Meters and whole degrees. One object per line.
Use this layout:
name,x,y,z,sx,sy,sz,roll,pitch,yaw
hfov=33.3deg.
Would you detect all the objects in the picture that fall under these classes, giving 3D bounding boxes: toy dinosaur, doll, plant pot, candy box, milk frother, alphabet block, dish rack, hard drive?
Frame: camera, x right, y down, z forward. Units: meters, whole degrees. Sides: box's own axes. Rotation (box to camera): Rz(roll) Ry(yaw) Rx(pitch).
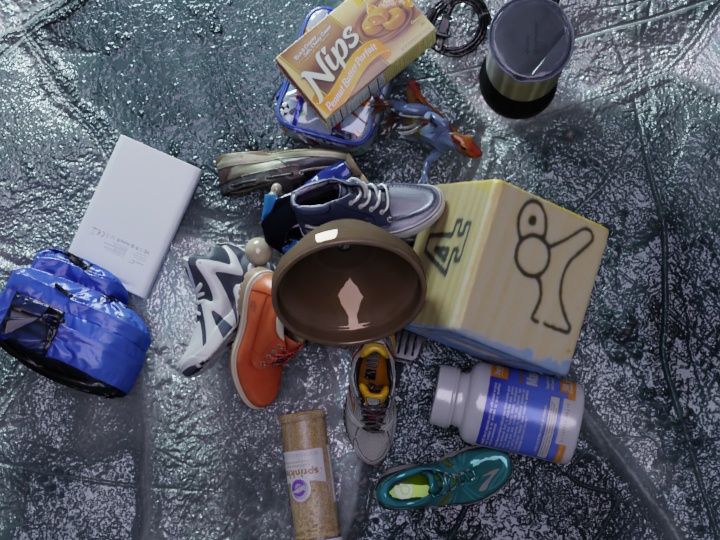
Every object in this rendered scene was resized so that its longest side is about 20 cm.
toy dinosaur,0.099,-0.204,1.640,0.179,0.106,0.201,14,59,29
doll,-0.075,-0.072,1.655,0.199,0.048,0.137,-34,67,2
plant pot,-0.017,-0.001,1.543,0.197,0.202,0.094,-7,49,1
candy box,-0.005,-0.306,1.669,0.199,0.055,0.116,-40,78,-2
milk frother,0.187,-0.323,1.671,0.197,0.188,0.184,2,81,2
alphabet block,0.182,0.009,1.594,0.193,0.196,0.203,22,82,-24
dish rack,0.004,0.047,1.694,0.197,0.055,0.156,11,83,3
hard drive,-0.327,-0.077,1.735,0.130,0.025,0.202,23,84,5

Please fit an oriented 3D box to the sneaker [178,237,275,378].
sneaker,-0.219,0.041,1.689,0.129,0.080,0.200,36,84,8

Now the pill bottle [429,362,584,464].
pill bottle,0.197,0.189,1.638,0.197,0.112,0.114,13,83,3

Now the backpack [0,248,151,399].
backpack,-0.384,0.076,1.647,0.198,0.163,0.170,26,83,7

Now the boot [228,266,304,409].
boot,-0.120,0.108,1.636,0.107,0.074,0.203,25,119,44

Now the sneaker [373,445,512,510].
sneaker,0.115,0.291,1.643,0.197,0.080,0.079,-15,82,-1

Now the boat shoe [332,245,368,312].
boat shoe,0.000,0.000,1.645,0.071,0.070,0.202,31,88,-3

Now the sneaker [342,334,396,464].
sneaker,0.011,0.174,1.641,0.076,0.082,0.203,-1,109,1

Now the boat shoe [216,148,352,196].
boat shoe,-0.108,-0.137,1.718,0.197,0.072,0.067,-2,87,7

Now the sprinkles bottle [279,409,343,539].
sprinkles bottle,-0.068,0.296,1.654,0.067,0.068,0.203,-8,81,1

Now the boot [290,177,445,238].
boot,0.010,-0.085,1.567,0.197,0.091,0.074,-14,62,6

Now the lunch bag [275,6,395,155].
lunch bag,-0.036,-0.270,1.730,0.158,0.076,0.203,17,82,6

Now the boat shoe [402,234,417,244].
boat shoe,0.037,-0.059,1.704,0.197,0.072,0.070,13,104,-2
